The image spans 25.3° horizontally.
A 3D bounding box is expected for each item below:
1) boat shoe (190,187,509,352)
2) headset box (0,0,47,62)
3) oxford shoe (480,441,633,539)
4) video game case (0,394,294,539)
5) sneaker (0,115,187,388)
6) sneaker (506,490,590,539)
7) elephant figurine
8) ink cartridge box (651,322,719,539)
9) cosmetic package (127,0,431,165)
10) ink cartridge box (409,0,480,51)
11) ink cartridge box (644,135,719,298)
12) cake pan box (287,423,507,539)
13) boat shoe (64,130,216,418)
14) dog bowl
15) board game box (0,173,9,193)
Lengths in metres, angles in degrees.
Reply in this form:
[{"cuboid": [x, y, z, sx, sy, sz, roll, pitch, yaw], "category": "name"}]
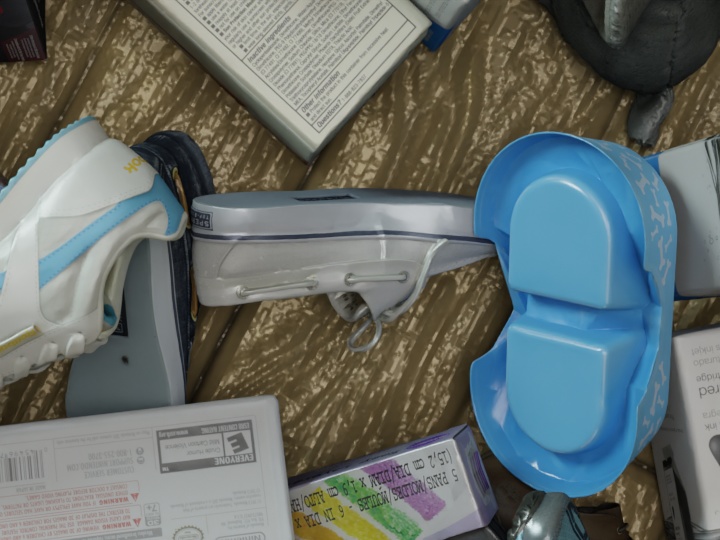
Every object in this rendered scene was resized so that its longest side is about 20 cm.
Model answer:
[{"cuboid": [0.001, 0.001, 0.898, 0.201, 0.075, 0.086, -3, 103, -28], "category": "boat shoe"}, {"cuboid": [-0.254, -0.165, 0.851, 0.199, 0.149, 0.075, -5, 78, -6], "category": "headset box"}, {"cuboid": [0.135, 0.178, 0.912, 0.084, 0.073, 0.200, -44, 92, -8], "category": "oxford shoe"}, {"cuboid": [-0.131, 0.166, 0.831, 0.199, 0.023, 0.182, -6, 78, -8], "category": "video game case"}, {"cuboid": [-0.171, 0.023, 0.796, 0.081, 0.077, 0.200, 40, 94, 1], "category": "sneaker"}, {"cuboid": [0.141, 0.193, 0.815, 0.095, 0.079, 0.200, -12, 113, 34], "category": "sneaker"}, {"cuboid": [0.165, -0.179, 0.868, 0.155, 0.200, 0.142, 39, 84, -2], "category": "elephant figurine"}, {"cuboid": [0.252, 0.124, 0.920, 0.146, 0.083, 0.201, -10, 87, -7], "category": "ink cartridge box"}, {"cuboid": [-0.068, -0.164, 0.903, 0.200, 0.087, 0.103, 44, 85, -3], "category": "cosmetic package"}, {"cuboid": [0.002, -0.228, 0.884, 0.200, 0.146, 0.084, 42, 86, -1], "category": "ink cartridge box"}, {"cuboid": [0.253, -0.036, 0.847, 0.146, 0.200, 0.085, -4, 87, -21], "category": "ink cartridge box"}, {"cuboid": [0.003, 0.199, 0.879, 0.199, 0.052, 0.185, -18, 91, 15], "category": "cake pan box"}, {"cuboid": [-0.115, 0.024, 0.900, 0.071, 0.091, 0.201, 11, 114, 20], "category": "boat shoe"}, {"cuboid": [0.119, 0.021, 0.872, 0.049, 0.111, 0.201, -16, 111, -45], "category": "dog bowl"}, {"cuboid": [-0.281, -0.003, 0.827, 0.200, 0.160, 0.097, -44, 53, -6], "category": "board game box"}]
